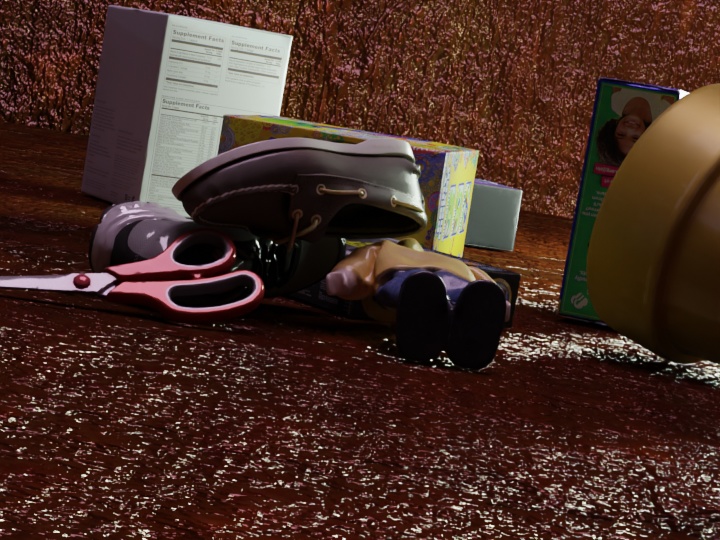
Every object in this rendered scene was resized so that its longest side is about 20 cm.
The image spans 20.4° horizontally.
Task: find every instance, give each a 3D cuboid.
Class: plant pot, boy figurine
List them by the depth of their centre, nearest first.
[{"bbox_3d":[0.033,0.016,1.327,0.123,0.065,0.200,8,5,-13],"label":"boy figurine"},{"bbox_3d":[0.294,-0.006,1.427,0.188,0.202,0.200,33,19,37],"label":"plant pot"}]

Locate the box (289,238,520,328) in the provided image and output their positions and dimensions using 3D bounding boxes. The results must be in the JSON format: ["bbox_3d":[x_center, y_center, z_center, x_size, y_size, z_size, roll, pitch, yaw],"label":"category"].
[{"bbox_3d":[0.000,0.000,1.535,0.159,0.045,0.199,6,6,-37],"label":"box"}]

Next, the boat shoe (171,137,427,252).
[{"bbox_3d":[-0.034,-0.047,1.323,0.201,0.061,0.072,-6,-21,-43],"label":"boat shoe"}]

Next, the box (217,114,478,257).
[{"bbox_3d":[-0.013,-0.063,1.770,0.198,0.123,0.193,10,6,10],"label":"box"}]

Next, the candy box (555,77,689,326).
[{"bbox_3d":[0.233,-0.055,1.701,0.076,0.202,0.169,9,4,17],"label":"candy box"}]

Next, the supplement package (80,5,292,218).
[{"bbox_3d":[-0.183,-0.162,2.086,0.150,0.202,0.151,6,7,-32],"label":"supplement package"}]

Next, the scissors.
[{"bbox_3d":[-0.158,0.012,1.230,0.199,0.014,0.073,-9,52,-21],"label":"scissors"}]

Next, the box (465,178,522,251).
[{"bbox_3d":[0.073,-0.079,2.359,0.198,0.080,0.141,8,3,-15],"label":"box"}]

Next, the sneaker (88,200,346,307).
[{"bbox_3d":[-0.085,-0.004,1.349,0.199,0.075,0.079,-4,22,-43],"label":"sneaker"}]
